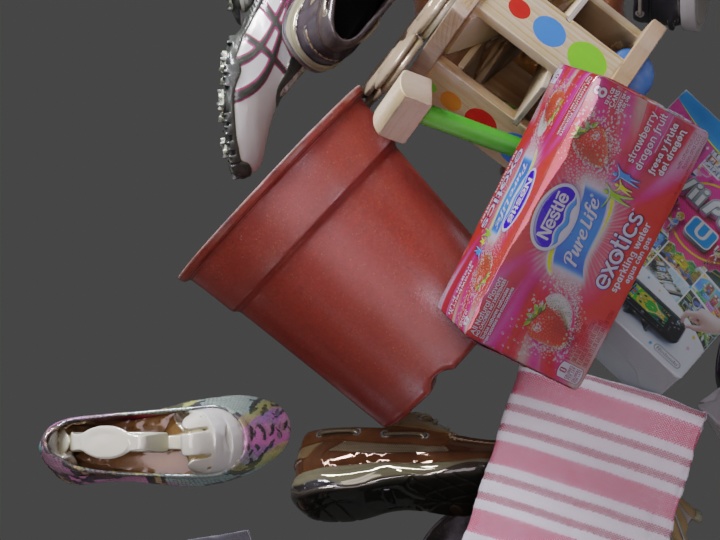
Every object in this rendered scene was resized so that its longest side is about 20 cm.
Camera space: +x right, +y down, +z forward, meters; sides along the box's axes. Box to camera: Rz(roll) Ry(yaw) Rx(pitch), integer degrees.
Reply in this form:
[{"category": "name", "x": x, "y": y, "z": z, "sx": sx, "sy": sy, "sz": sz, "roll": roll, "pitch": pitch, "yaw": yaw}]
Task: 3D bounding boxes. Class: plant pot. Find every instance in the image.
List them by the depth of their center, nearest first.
[{"category": "plant pot", "x": 0.000, "y": 0.000, "z": 1.415, "sx": 0.195, "sy": 0.201, "sz": 0.201, "roll": 44, "pitch": 87, "yaw": -1}]

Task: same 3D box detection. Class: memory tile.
[{"category": "memory tile", "x": 0.065, "y": -0.213, "z": 1.446, "sx": 0.017, "sy": 0.153, "sz": 0.201, "roll": 36, "pitch": 85, "yaw": -4}]

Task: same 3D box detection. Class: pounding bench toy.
[{"category": "pounding bench toy", "x": 0.116, "y": -0.128, "z": 1.399, "sx": 0.156, "sy": 0.124, "sz": 0.200, "roll": 38, "pitch": 53, "yaw": 0}]

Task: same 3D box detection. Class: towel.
[{"category": "towel", "x": 0.159, "y": 0.177, "z": 1.379, "sx": 0.145, "sy": 0.030, "sz": 0.201, "roll": 18, "pitch": 88, "yaw": 9}]

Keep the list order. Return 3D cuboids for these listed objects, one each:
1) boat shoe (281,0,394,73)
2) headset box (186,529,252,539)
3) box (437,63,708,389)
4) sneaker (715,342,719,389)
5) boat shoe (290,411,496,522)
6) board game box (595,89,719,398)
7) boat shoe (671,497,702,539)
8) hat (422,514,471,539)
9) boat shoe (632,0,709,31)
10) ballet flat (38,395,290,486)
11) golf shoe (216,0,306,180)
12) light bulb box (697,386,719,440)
[{"category": "boat shoe", "x": 0.014, "y": -0.242, "z": 1.469, "sx": 0.074, "sy": 0.073, "sz": 0.201, "roll": 36, "pitch": 69, "yaw": -28}, {"category": "headset box", "x": -0.095, "y": 0.304, "z": 1.436, "sx": 0.147, "sy": 0.075, "sz": 0.202, "roll": -10, "pitch": 84, "yaw": 1}, {"category": "box", "x": 0.145, "y": -0.033, "z": 1.295, "sx": 0.095, "sy": 0.100, "sz": 0.201, "roll": 26, "pitch": 95, "yaw": -13}, {"category": "sneaker", "x": 0.345, "y": 0.021, "z": 1.439, "sx": 0.074, "sy": 0.088, "sz": 0.201, "roll": 36, "pitch": 86, "yaw": 6}, {"category": "boat shoe", "x": 0.044, "y": 0.144, "z": 1.446, "sx": 0.198, "sy": 0.076, "sz": 0.074, "roll": -3, "pitch": 56, "yaw": 4}, {"category": "board game box", "x": 0.233, "y": -0.020, "z": 1.424, "sx": 0.147, "sy": 0.064, "sz": 0.200, "roll": 43, "pitch": 61, "yaw": 6}, {"category": "boat shoe", "x": 0.227, "y": 0.194, "z": 1.445, "sx": 0.076, "sy": 0.072, "sz": 0.202, "roll": -11, "pitch": 85, "yaw": -21}, {"category": "hat", "x": 0.111, "y": 0.276, "z": 1.427, "sx": 0.199, "sy": 0.081, "sz": 0.202, "roll": 0, "pitch": 85, "yaw": 2}, {"category": "boat shoe", "x": 0.237, "y": -0.280, "z": 1.446, "sx": 0.060, "sy": 0.201, "sz": 0.074, "roll": 7, "pitch": 40, "yaw": 21}, {"category": "ballet flat", "x": -0.155, "y": 0.135, "z": 1.459, "sx": 0.198, "sy": 0.071, "sz": 0.070, "roll": -4, "pitch": 83, "yaw": 2}, {"category": "golf shoe", "x": -0.069, "y": -0.171, "z": 1.488, "sx": 0.087, "sy": 0.077, "sz": 0.202, "roll": 6, "pitch": 85, "yaw": -4}, {"category": "light bulb box", "x": 0.371, "y": 0.163, "z": 1.342, "sx": 0.124, "sy": 0.198, "sz": 0.201, "roll": -35, "pitch": 105, "yaw": -1}]
